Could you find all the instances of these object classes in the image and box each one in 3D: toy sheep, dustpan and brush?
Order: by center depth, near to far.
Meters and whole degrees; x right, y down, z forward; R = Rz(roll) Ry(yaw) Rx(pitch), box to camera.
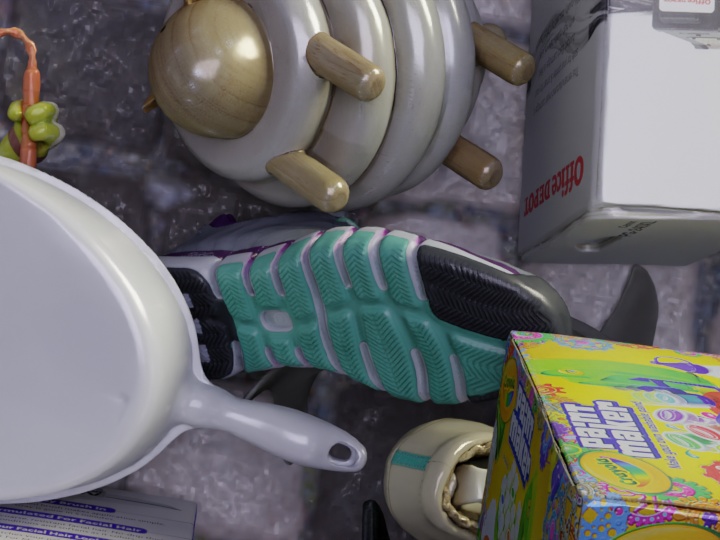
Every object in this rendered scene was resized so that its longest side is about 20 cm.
[{"bbox_3d":[-0.094,0.045,0.794,0.200,0.057,0.140,20,96,4],"label":"dustpan and brush"},{"bbox_3d":[-0.007,-0.086,0.846,0.200,0.138,0.138,-5,82,-46],"label":"toy sheep"}]

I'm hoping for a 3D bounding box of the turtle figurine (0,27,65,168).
[{"bbox_3d":[-0.180,0.001,0.855,0.200,0.064,0.161,-34,90,17],"label":"turtle figurine"}]

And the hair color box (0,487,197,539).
[{"bbox_3d":[-0.123,0.133,0.775,0.109,0.200,0.065,9,98,-4],"label":"hair color box"}]

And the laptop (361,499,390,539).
[{"bbox_3d":[-0.031,0.227,0.754,0.116,0.200,0.188,-8,124,7],"label":"laptop"}]

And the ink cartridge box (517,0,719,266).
[{"bbox_3d":[0.124,-0.107,0.855,0.083,0.145,0.200,4,82,-7],"label":"ink cartridge box"}]

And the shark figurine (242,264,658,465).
[{"bbox_3d":[0.062,0.039,0.864,0.214,0.090,0.128,15,81,-5],"label":"shark figurine"}]

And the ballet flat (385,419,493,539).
[{"bbox_3d":[0.108,0.106,0.813,0.200,0.069,0.070,15,82,-13],"label":"ballet flat"}]

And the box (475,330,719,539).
[{"bbox_3d":[0.102,0.141,0.675,0.122,0.200,0.193,7,102,-3],"label":"box"}]

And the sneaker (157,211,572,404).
[{"bbox_3d":[0.000,0.000,0.821,0.200,0.088,0.075,4,122,28],"label":"sneaker"}]
